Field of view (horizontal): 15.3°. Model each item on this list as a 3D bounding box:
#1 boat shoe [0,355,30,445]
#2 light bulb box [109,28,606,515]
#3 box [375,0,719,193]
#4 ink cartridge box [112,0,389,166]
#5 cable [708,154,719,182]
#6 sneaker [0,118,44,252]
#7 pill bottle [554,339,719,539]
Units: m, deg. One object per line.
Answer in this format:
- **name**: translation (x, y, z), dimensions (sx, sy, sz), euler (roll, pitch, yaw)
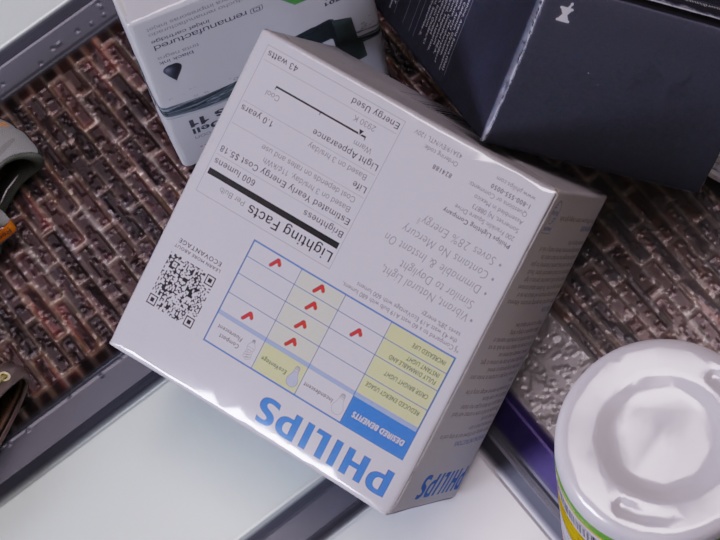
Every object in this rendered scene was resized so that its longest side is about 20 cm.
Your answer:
- **boat shoe**: translation (-0.253, 0.134, 1.542), dimensions (0.059, 0.072, 0.201), euler (15, 63, 16)
- **light bulb box**: translation (0.000, 0.000, 1.503), dimensions (0.198, 0.125, 0.201), euler (30, 99, 17)
- **box**: translation (0.115, -0.144, 1.523), dimensions (0.147, 0.105, 0.200), euler (13, 24, -24)
- **ink cartridge box**: translation (-0.068, -0.157, 1.576), dimensions (0.146, 0.200, 0.083), euler (-22, 68, -2)
- **cable**: translation (0.262, -0.137, 1.599), dimensions (0.199, 0.069, 0.201), euler (-9, 66, 3)
- **sneaker**: translation (-0.258, -0.011, 1.604), dimensions (0.079, 0.074, 0.201), euler (22, 71, 10)
- **pill bottle**: translation (0.161, 0.123, 1.427), dimensions (0.110, 0.200, 0.112), euler (-2, 67, 5)
